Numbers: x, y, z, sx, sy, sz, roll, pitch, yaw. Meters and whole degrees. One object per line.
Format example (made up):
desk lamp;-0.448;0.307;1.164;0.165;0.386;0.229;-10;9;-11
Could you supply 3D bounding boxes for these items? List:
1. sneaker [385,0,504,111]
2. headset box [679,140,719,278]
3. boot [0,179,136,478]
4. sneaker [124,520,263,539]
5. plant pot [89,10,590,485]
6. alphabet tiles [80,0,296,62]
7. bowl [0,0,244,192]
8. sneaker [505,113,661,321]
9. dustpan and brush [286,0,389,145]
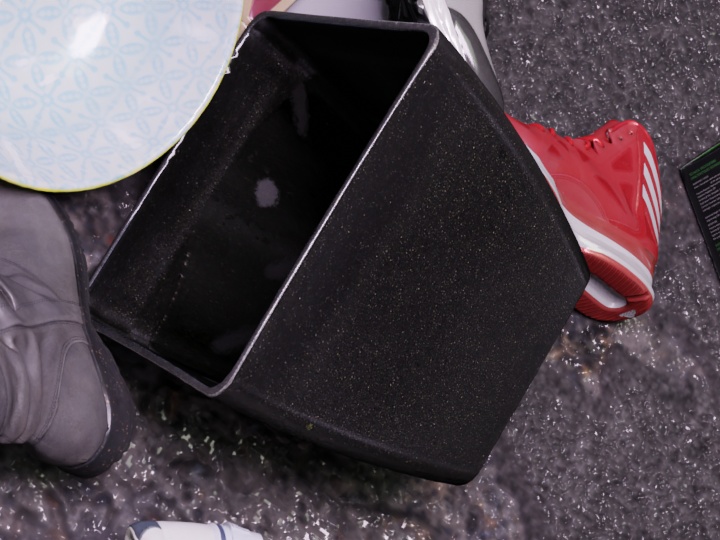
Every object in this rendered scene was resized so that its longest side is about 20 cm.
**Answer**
sneaker;0.048;-0.168;0.885;0.078;0.074;0.202;-11;71;-9
headset box;0.349;-0.073;1.098;0.198;0.174;0.094;-14;80;-29
boot;-0.186;0.004;0.800;0.201;0.070;0.131;56;11;27
sneaker;-0.088;0.208;0.731;0.070;0.073;0.202;11;59;-13
plant pot;0.000;0.000;0.869;0.177;0.199;0.201;35;81;-29
alphabet tiles;-0.113;-0.194;0.925;0.200;0.006;0.167;-40;95;11
bowl;-0.170;-0.152;0.869;0.199;0.107;0.203;-19;120;-37
sneaker;0.118;-0.066;1.040;0.200;0.078;0.116;44;47;-29
dustpan and brush;0.026;-0.148;0.956;0.140;0.198;0.057;59;26;-18
